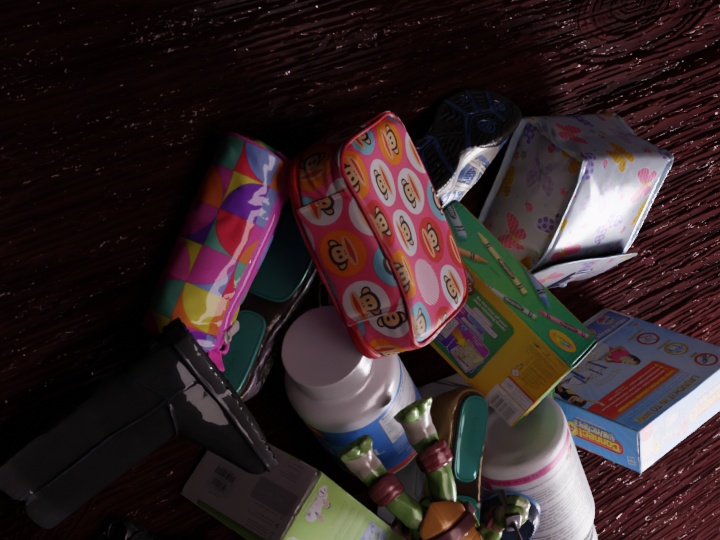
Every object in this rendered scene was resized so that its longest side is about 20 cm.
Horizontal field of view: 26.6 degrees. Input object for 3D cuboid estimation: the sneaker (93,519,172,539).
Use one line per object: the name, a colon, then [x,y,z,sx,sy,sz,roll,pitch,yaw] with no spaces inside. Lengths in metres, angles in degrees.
sneaker: [-0.192,0.265,1.385,0.199,0.075,0.089,-12,107,-43]

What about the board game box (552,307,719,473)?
board game box: [0.301,0.132,1.756,0.199,0.195,0.056,-29,124,-35]

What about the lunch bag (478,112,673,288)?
lunch bag: [0.226,-0.059,1.656,0.168,0.127,0.202,-6,129,-44]

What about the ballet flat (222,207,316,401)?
ballet flat: [-0.089,0.035,1.420,0.072,0.072,0.202,34,80,-47]

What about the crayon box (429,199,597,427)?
crayon box: [0.123,0.043,1.509,0.058,0.200,0.119,-38,170,-43]

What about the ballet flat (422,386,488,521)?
ballet flat: [0.087,0.217,1.511,0.068,0.063,0.202,21,73,-37]

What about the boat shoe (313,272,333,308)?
boat shoe: [0.000,0.000,1.486,0.072,0.068,0.202,-25,122,-38]

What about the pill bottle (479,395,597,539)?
pill bottle: [0.183,0.232,1.605,0.113,0.113,0.201,-45,133,-25]

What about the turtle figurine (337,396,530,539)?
turtle figurine: [0.070,0.223,1.358,0.195,0.143,0.200,58,27,0]

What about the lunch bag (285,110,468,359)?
lunch bag: [0.025,-0.039,1.369,0.176,0.081,0.202,-41,111,-57]

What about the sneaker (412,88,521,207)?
sneaker: [0.090,-0.115,1.549,0.200,0.075,0.077,-40,157,-33]

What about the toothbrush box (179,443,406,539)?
toothbrush box: [-0.053,0.243,1.464,0.087,0.145,0.200,-58,137,-11]

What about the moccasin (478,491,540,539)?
moccasin: [0.122,0.300,1.563,0.201,0.080,0.069,-56,-173,44]

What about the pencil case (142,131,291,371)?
pencil case: [-0.119,-0.018,1.345,0.088,0.088,0.202,22,87,-48]

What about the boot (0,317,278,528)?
boot: [-0.190,0.157,1.287,0.199,0.066,0.166,-36,113,-3]

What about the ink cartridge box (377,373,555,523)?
ink cartridge box: [0.117,0.193,1.668,0.199,0.084,0.148,-14,115,-43]

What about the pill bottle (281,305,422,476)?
pill bottle: [-0.009,0.114,1.455,0.113,0.112,0.200,-55,151,-15]
